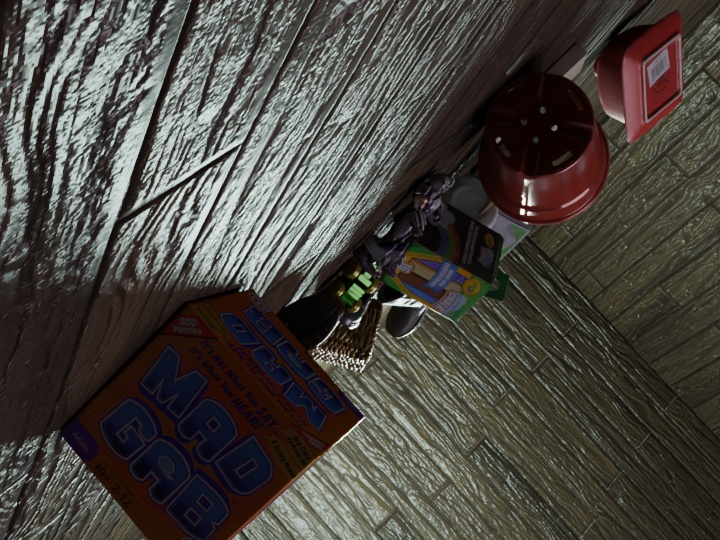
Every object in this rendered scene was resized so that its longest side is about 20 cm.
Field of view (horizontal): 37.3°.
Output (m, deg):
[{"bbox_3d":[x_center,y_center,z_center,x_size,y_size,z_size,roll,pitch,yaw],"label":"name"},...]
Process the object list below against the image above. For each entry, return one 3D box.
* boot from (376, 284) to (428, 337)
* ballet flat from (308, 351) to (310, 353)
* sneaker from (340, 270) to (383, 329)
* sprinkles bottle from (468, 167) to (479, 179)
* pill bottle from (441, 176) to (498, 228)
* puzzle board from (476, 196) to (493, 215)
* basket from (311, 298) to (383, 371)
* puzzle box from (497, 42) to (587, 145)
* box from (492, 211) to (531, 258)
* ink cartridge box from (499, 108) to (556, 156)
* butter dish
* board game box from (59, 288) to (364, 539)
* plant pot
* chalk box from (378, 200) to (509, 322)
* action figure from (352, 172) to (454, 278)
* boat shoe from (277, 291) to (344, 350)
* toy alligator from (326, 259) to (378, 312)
[{"bbox_3d":[0.081,0.058,2.011,0.182,0.072,0.200,-55,166,14],"label":"boot"},{"bbox_3d":[-0.100,0.115,1.790,0.067,0.062,0.200,-47,173,40],"label":"ballet flat"},{"bbox_3d":[0.001,0.024,1.839,0.116,0.076,0.200,-49,-177,13],"label":"sneaker"},{"bbox_3d":[0.241,-0.170,2.001,0.200,0.068,0.068,-47,173,36],"label":"sprinkles bottle"},{"bbox_3d":[0.163,-0.079,1.922,0.112,0.112,0.200,-40,174,-26],"label":"pill bottle"},{"bbox_3d":[0.289,-0.181,1.813,0.200,0.017,0.151,-37,170,-35],"label":"puzzle board"},{"bbox_3d":[-0.043,0.108,2.126,0.200,0.148,0.143,110,-5,-77],"label":"basket"},{"bbox_3d":[0.280,-0.275,1.722,0.200,0.025,0.133,-43,175,3],"label":"puzzle box"},{"bbox_3d":[0.262,-0.110,2.142,0.200,0.096,0.177,-49,-161,48],"label":"box"},{"bbox_3d":[0.295,-0.224,1.827,0.146,0.048,0.200,-45,174,26],"label":"ink cartridge box"},{"bbox_3d":[0.507,-0.375,2.011,0.200,0.148,0.200,-38,132,-30],"label":"butter dish"},{"bbox_3d":[-0.151,0.166,1.148,0.200,0.200,0.200,-44,173,12],"label":"board game box"},{"bbox_3d":[0.259,-0.183,1.528,0.201,0.201,0.195,-43,166,2],"label":"plant pot"},{"bbox_3d":[0.154,-0.010,1.783,0.124,0.199,0.125,-48,-164,46],"label":"chalk box"},{"bbox_3d":[0.079,-0.075,1.621,0.200,0.069,0.130,-49,167,26],"label":"action figure"},{"bbox_3d":[-0.101,0.093,1.630,0.200,0.076,0.074,-37,-177,28],"label":"boat shoe"},{"bbox_3d":[0.000,0.000,1.731,0.200,0.059,0.054,-50,-141,-1],"label":"toy alligator"}]
